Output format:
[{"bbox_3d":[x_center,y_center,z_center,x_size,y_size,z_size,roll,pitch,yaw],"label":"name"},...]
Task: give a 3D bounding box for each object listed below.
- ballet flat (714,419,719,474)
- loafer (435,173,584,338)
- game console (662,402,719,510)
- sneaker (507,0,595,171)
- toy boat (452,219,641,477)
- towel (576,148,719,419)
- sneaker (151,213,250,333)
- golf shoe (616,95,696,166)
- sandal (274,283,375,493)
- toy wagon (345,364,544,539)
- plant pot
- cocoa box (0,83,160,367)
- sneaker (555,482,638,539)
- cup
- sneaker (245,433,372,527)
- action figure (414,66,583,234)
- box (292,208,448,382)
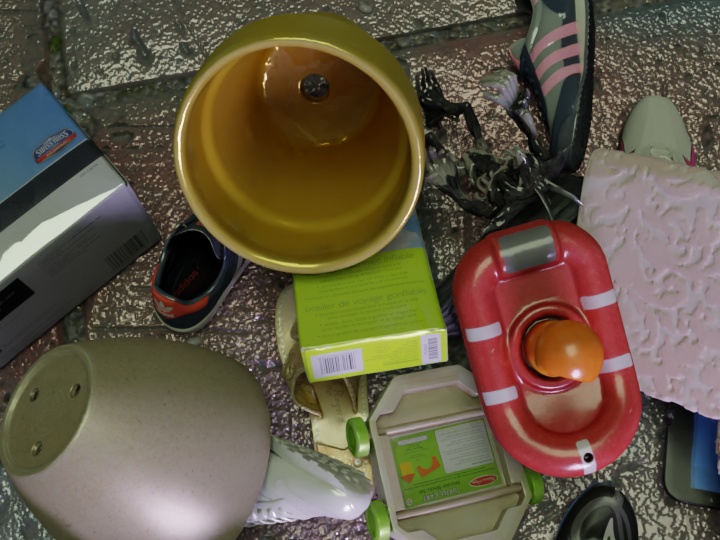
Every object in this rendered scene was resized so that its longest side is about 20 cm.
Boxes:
[{"bbox_3d":[0.324,0.193,0.760,0.074,0.064,0.203,-6,92,5],"label":"ballet flat"},{"bbox_3d":[0.136,-0.015,0.873,0.200,0.068,0.070,-38,41,-7],"label":"loafer"},{"bbox_3d":[0.365,0.107,0.792,0.197,0.174,0.119,9,41,5],"label":"game console"},{"bbox_3d":[0.182,-0.187,0.929,0.081,0.070,0.203,0,68,20],"label":"sneaker"},{"bbox_3d":[0.153,0.063,0.752,0.129,0.131,0.203,-16,93,-1],"label":"toy boat"},{"bbox_3d":[0.256,0.011,0.775,0.199,0.032,0.194,20,110,46],"label":"towel"},{"bbox_3d":[-0.126,-0.041,0.875,0.074,0.085,0.202,22,74,9],"label":"sneaker"},{"bbox_3d":[0.274,-0.074,0.868,0.071,0.092,0.203,3,71,4],"label":"golf shoe"},{"bbox_3d":[-0.028,0.098,0.834,0.076,0.070,0.215,-13,72,-2],"label":"sandal"},{"bbox_3d":[0.076,0.183,0.802,0.153,0.040,0.203,-8,72,-18],"label":"toy wagon"},{"bbox_3d":[-0.044,-0.130,0.823,0.197,0.203,0.190,2,30,3],"label":"plant pot"},{"bbox_3d":[-0.304,-0.036,0.855,0.199,0.134,0.131,-40,74,-10],"label":"cocoa box"},{"bbox_3d":[0.174,0.268,0.763,0.070,0.083,0.201,25,74,10],"label":"sneaker"},{"bbox_3d":[-0.190,0.133,0.746,0.198,0.143,0.203,-20,53,29],"label":"cup"},{"bbox_3d":[-0.074,0.175,0.783,0.198,0.076,0.081,10,73,43],"label":"sneaker"},{"bbox_3d":[0.102,-0.108,0.849,0.119,0.102,0.199,-48,49,-9],"label":"action figure"},{"bbox_3d":[0.000,0.000,0.844,0.120,0.048,0.202,-8,44,-1],"label":"box"}]
